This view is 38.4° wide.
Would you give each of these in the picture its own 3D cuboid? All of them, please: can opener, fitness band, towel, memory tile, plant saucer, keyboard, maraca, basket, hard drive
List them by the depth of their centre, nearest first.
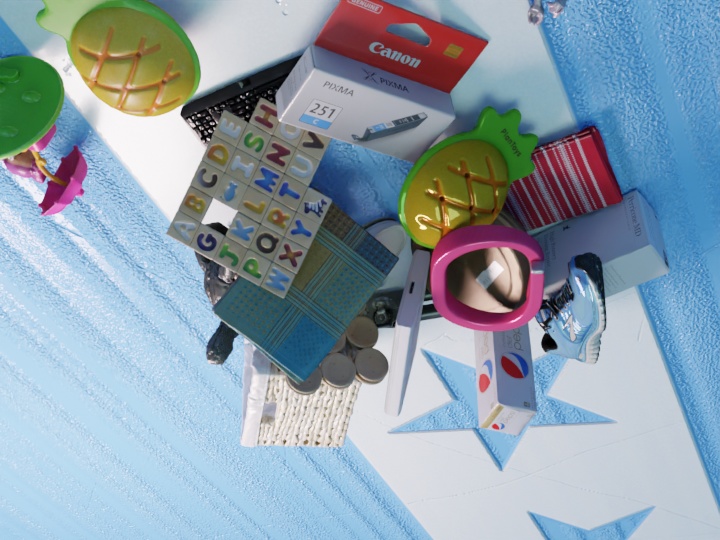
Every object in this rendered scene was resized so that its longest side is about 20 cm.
[{"bbox_3d":[-0.261,-0.248,1.128,0.135,0.108,0.200,-24,133,23],"label":"maraca"},{"bbox_3d":[-0.117,-0.187,1.258,0.197,0.040,0.104,-18,135,22],"label":"keyboard"},{"bbox_3d":[0.132,-0.112,1.268,0.200,0.107,0.137,-42,127,4],"label":"maraca"},{"bbox_3d":[-0.066,0.019,1.273,0.146,0.201,0.022,39,173,1],"label":"towel"},{"bbox_3d":[0.158,0.014,1.289,0.141,0.038,0.201,1,146,6],"label":"fitness band"},{"bbox_3d":[0.232,-0.110,1.350,0.197,0.023,0.145,-16,138,22],"label":"towel"},{"bbox_3d":[0.147,-0.011,1.381,0.197,0.029,0.203,22,132,26],"label":"plant saucer"},{"bbox_3d":[-0.053,0.072,1.410,0.151,0.203,0.017,-8,151,-23],"label":"memory tile"},{"bbox_3d":[0.064,0.088,1.416,0.026,0.133,0.202,12,139,6],"label":"hard drive"},{"bbox_3d":[-0.088,0.129,1.496,0.158,0.203,0.200,6,140,-9],"label":"basket"},{"bbox_3d":[0.095,0.050,1.527,0.196,0.054,0.067,-10,170,12],"label":"can opener"}]

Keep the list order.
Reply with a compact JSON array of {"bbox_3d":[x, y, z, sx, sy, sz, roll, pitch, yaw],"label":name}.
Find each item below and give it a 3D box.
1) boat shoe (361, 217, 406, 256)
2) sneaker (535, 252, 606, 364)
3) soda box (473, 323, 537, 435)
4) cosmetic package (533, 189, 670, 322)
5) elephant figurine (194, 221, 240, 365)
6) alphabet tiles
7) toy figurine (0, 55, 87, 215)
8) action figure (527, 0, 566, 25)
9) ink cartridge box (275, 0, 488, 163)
[{"bbox_3d":[0.000,0.000,1.355,0.068,0.199,0.076,10,132,48],"label":"boat shoe"},{"bbox_3d":[0.272,0.057,1.346,0.088,0.079,0.202,1,139,6],"label":"sneaker"},{"bbox_3d":[0.206,0.130,1.486,0.063,0.203,0.069,13,138,-13],"label":"soda box"},{"bbox_3d":[0.306,-0.016,1.395,0.198,0.103,0.074,-27,133,28],"label":"cosmetic package"},{"bbox_3d":[-0.150,-0.009,1.332,0.156,0.199,0.142,49,150,8],"label":"elephant figurine"},{"bbox_3d":[-0.120,-0.094,1.245,0.165,0.008,0.203,27,97,1],"label":"alphabet tiles"},{"bbox_3d":[-0.417,-0.147,1.262,0.197,0.152,0.185,14,153,19],"label":"toy figurine"},{"bbox_3d":[0.177,-0.334,1.065,0.196,0.134,0.152,0,98,-17],"label":"action figure"},{"bbox_3d":[0.027,-0.217,1.190,0.197,0.045,0.176,13,140,-29],"label":"ink cartridge box"}]
